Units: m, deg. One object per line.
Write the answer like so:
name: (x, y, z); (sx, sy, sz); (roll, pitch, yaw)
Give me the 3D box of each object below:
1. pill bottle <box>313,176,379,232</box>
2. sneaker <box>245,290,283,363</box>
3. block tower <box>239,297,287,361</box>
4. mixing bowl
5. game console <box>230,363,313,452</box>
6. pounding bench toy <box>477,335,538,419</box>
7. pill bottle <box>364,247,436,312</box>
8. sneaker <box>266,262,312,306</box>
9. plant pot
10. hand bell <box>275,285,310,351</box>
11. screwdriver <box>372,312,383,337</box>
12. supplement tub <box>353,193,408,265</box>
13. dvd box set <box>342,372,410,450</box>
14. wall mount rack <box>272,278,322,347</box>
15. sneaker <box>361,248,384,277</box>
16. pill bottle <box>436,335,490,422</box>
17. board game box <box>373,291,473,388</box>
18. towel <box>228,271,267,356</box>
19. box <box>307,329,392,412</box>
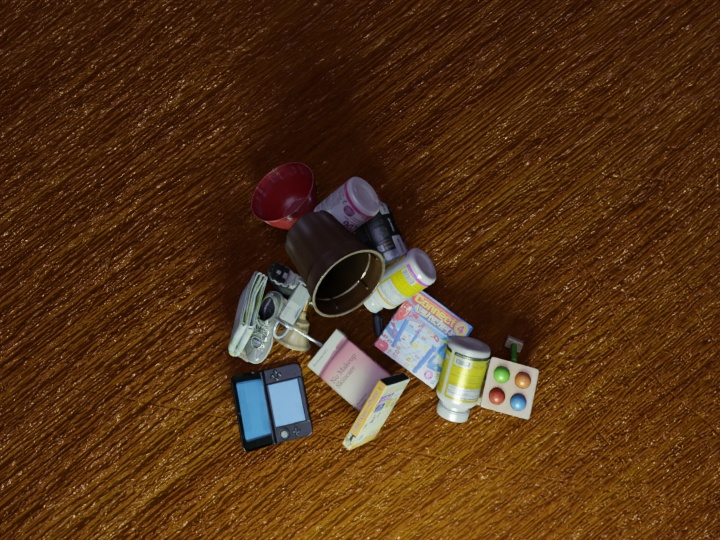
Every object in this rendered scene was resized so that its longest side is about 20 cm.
pill bottle: (-0.054, -0.147, 1.571); (0.199, 0.113, 0.114); (-34, 77, 34)
sneaker: (-0.268, 0.148, 1.593); (0.074, 0.082, 0.203); (13, 83, 7)
block tower: (-0.266, 0.162, 1.661); (0.054, 0.058, 0.202); (29, 86, 9)
mixing bowl: (-0.196, -0.190, 1.669); (0.198, 0.109, 0.202); (-14, 53, 20)
game console: (-0.234, 0.363, 1.593); (0.173, 0.116, 0.203); (-13, 80, 3)
pounding bench toy: (0.384, 0.265, 1.538); (0.123, 0.156, 0.203); (14, 82, 7)
pill bottle: (0.096, 0.033, 1.568); (0.199, 0.104, 0.105); (-35, 77, 30)
sneaker: (-0.181, 0.049, 1.669); (0.199, 0.090, 0.067); (31, 62, -15)
plant pot: (-0.075, -0.030, 1.438); (0.199, 0.201, 0.199); (-38, 55, -2)
hand bell: (-0.152, 0.104, 1.607); (0.103, 0.104, 0.202); (21, 100, 8)
screwdriver: (0.046, 0.085, 1.661); (0.029, 0.028, 0.203); (3, 79, -26)
supplement tub: (0.047, -0.101, 1.645); (0.121, 0.123, 0.202); (-23, 80, 0)
dvd box set: (0.043, 0.359, 1.527); (0.029, 0.146, 0.202); (35, 106, 25)
wall mount rack: (-0.135, 0.109, 1.547); (0.074, 0.174, 0.202); (27, 83, 32)
sneaker: (0.000, 0.000, 1.578); (0.070, 0.199, 0.100); (32, 63, -24)
pill bottle: (0.259, 0.280, 1.533); (0.111, 0.112, 0.203); (14, 103, 7)
board game box: (0.169, 0.179, 1.610); (0.199, 0.056, 0.197); (35, 85, 3)
towel: (-0.305, 0.115, 1.581); (0.048, 0.200, 0.173); (19, 57, -13)
box: (-0.025, 0.270, 1.591); (0.199, 0.109, 0.128); (39, 85, 7)
